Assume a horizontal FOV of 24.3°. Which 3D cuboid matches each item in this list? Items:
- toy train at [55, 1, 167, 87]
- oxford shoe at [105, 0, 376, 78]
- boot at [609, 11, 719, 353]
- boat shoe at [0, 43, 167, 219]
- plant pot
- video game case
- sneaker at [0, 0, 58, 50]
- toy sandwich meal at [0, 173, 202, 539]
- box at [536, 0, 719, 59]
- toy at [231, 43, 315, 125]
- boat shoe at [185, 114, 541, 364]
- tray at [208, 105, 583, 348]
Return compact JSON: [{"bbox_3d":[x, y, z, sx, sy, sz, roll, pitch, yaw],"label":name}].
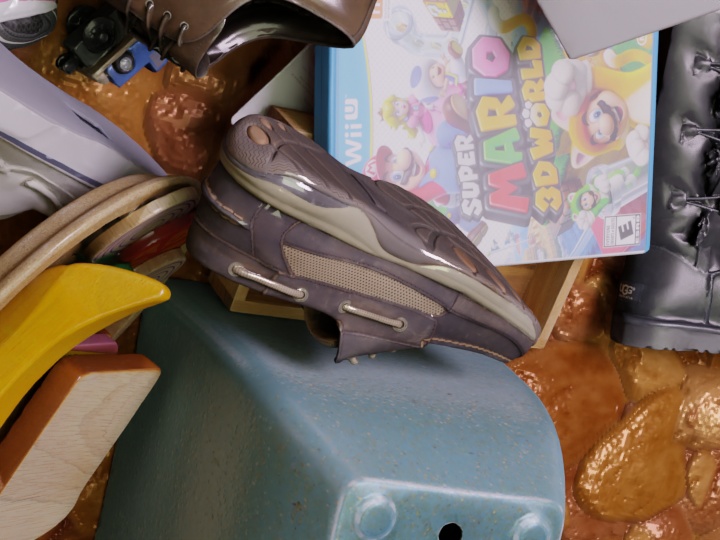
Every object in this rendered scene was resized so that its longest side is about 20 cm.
[{"bbox_3d":[-0.068,-0.157,0.828,0.200,0.034,0.046,-42,127,-11],"label":"toy train"},{"bbox_3d":[-0.089,-0.130,0.728,0.199,0.073,0.085,4,79,-3],"label":"oxford shoe"},{"bbox_3d":[0.230,-0.052,0.968,0.164,0.066,0.201,4,95,-26],"label":"boot"},{"bbox_3d":[-0.158,-0.053,0.753,0.070,0.071,0.200,-46,155,5],"label":"boat shoe"},{"bbox_3d":[-0.005,0.131,0.826,0.195,0.200,0.197,10,97,-25],"label":"plant pot"},{"bbox_3d":[0.067,-0.074,0.836,0.199,0.018,0.144,-5,101,-31],"label":"video game case"},{"bbox_3d":[-0.236,-0.091,0.756,0.199,0.080,0.087,-15,130,-22],"label":"sneaker"},{"bbox_3d":[-0.131,0.043,0.764,0.205,0.205,0.070,-44,80,-9],"label":"toy sandwich meal"},{"bbox_3d":[0.137,-0.227,0.806,0.153,0.106,0.200,56,40,-23],"label":"box"},{"bbox_3d":[0.031,-0.119,0.865,0.200,0.047,0.115,-43,128,2],"label":"toy"},{"bbox_3d":[0.000,0.000,0.766,0.200,0.075,0.073,30,107,-35],"label":"boat shoe"},{"bbox_3d":[0.028,-0.019,0.872,0.199,0.037,0.099,8,114,-33],"label":"tray"}]
